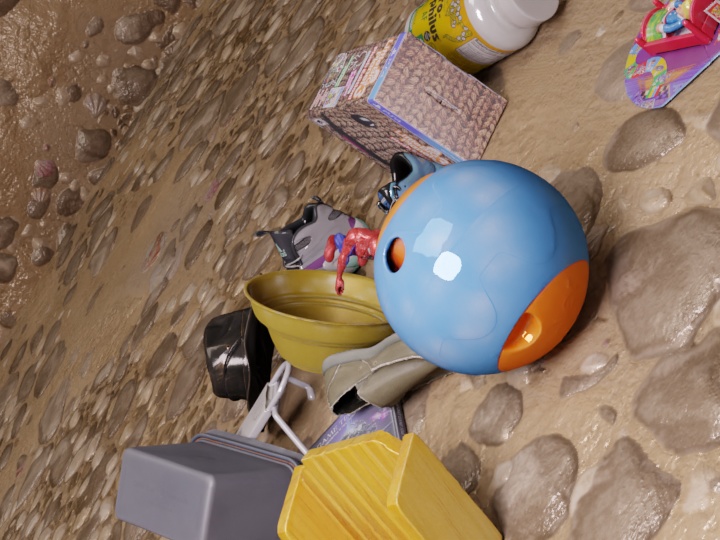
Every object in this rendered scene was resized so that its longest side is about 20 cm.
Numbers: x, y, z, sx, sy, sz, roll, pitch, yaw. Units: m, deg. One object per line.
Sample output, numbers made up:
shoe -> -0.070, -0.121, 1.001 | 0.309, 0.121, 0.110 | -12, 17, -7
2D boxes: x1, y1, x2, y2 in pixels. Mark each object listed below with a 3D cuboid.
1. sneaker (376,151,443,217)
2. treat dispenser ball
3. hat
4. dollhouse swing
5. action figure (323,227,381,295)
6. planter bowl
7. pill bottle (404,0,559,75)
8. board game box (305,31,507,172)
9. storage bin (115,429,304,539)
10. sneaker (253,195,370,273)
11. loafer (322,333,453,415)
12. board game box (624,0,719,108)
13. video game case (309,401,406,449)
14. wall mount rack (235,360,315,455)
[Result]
sneaker -> 0.050, -0.059, 1.603 | 0.078, 0.090, 0.200 | -38, 32, 40
treat dispenser ball -> 0.112, -0.003, 1.261 | 0.201, 0.201, 0.201 | -45, 26, 29
hat -> -0.158, 0.105, 1.717 | 0.201, 0.081, 0.201 | -1, -90, -84
dollhouse swing -> -0.006, 0.276, 1.208 | 0.200, 0.182, 0.176 | -24, 20, 53
action figure -> 0.000, 0.000, 1.553 | 0.200, 0.065, 0.099 | 158, 116, -79
planter bowl -> -0.039, 0.067, 1.560 | 0.200, 0.200, 0.084 | -130, 44, -66
pill bottle -> 0.152, -0.315, 1.692 | 0.200, 0.113, 0.113 | -21, 42, 55
board game box -> 0.054, -0.201, 1.688 | 0.200, 0.159, 0.097 | -1, 61, 64
storage bin -> -0.172, 0.259, 1.495 | 0.200, 0.134, 0.146 | 9, 91, 44
sneaker -> -0.084, -0.002, 1.737 | 0.078, 0.140, 0.200 | -1, 59, 63
loafer -> 0.037, 0.114, 1.434 | 0.200, 0.075, 0.070 | -21, 54, 45
board game box -> 0.325, -0.259, 1.359 | 0.200, 0.039, 0.158 | -44, 26, 29
video game case -> -0.002, 0.212, 1.457 | 0.143, 0.019, 0.200 | -48, 23, 21
wall mount rack -> -0.103, 0.212, 1.572 | 0.200, 0.074, 0.174 | -59, 14, 21
